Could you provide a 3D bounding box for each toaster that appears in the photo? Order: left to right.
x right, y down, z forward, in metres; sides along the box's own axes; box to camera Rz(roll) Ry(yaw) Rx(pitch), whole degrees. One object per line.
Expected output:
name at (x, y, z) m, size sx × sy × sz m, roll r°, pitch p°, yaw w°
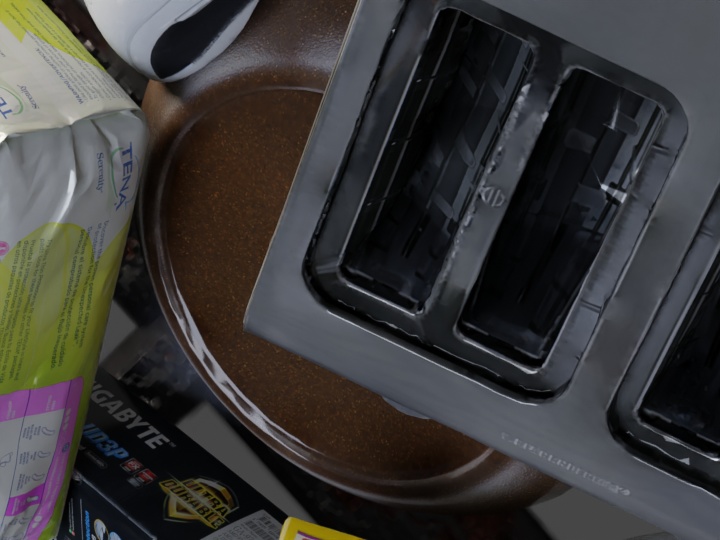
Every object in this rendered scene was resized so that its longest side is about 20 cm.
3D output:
toaster at (0.087, -0.032, 0.705) m, size 0.181 × 0.119 × 0.200 m, roll 25°, pitch 131°, yaw 3°

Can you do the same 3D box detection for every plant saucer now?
plant saucer at (0.000, 0.000, 0.952) m, size 0.200 × 0.032 × 0.201 m, roll 18°, pitch 126°, yaw 27°

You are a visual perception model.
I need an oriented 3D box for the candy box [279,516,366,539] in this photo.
candy box at (0.001, 0.178, 0.956) m, size 0.102 × 0.026 × 0.200 m, roll 17°, pitch 121°, yaw 5°

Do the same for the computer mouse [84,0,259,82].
computer mouse at (-0.041, -0.122, 0.876) m, size 0.200 × 0.044 × 0.110 m, roll -45°, pitch 64°, yaw 45°

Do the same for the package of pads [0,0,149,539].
package of pads at (-0.149, -0.009, 0.990) m, size 0.155 × 0.068 × 0.200 m, roll 46°, pitch 135°, yaw 35°

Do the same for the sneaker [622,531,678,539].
sneaker at (0.154, 0.139, 0.902) m, size 0.200 × 0.074 × 0.116 m, roll -8°, pitch 114°, yaw 50°

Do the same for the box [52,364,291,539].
box at (-0.065, 0.156, 1.054) m, size 0.159 × 0.046 × 0.200 m, roll 34°, pitch 136°, yaw 43°
